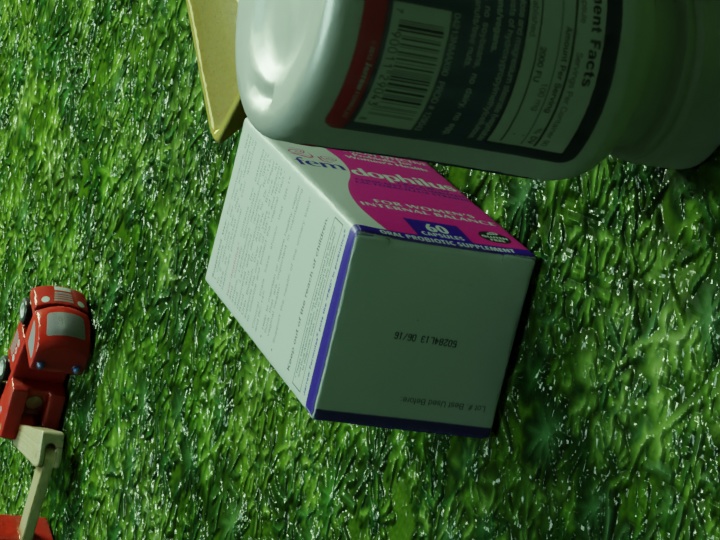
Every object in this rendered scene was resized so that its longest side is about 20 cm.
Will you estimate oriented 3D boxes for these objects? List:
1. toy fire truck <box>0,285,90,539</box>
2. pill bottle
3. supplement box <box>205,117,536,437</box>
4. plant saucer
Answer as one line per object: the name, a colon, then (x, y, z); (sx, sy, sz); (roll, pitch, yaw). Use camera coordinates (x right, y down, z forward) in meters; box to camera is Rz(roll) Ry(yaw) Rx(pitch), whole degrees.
toy fire truck: (-0.257, 0.127, 1.930); (0.141, 0.049, 0.200); (-107, 33, -44)
pill bottle: (0.058, -0.101, 1.047); (0.120, 0.200, 0.120); (-172, 90, -67)
supplement box: (0.000, 0.000, 1.285); (0.200, 0.101, 0.104); (-137, 57, -63)
plant saucer: (-0.070, -0.204, 1.522); (0.200, 0.048, 0.200); (131, 130, -69)
